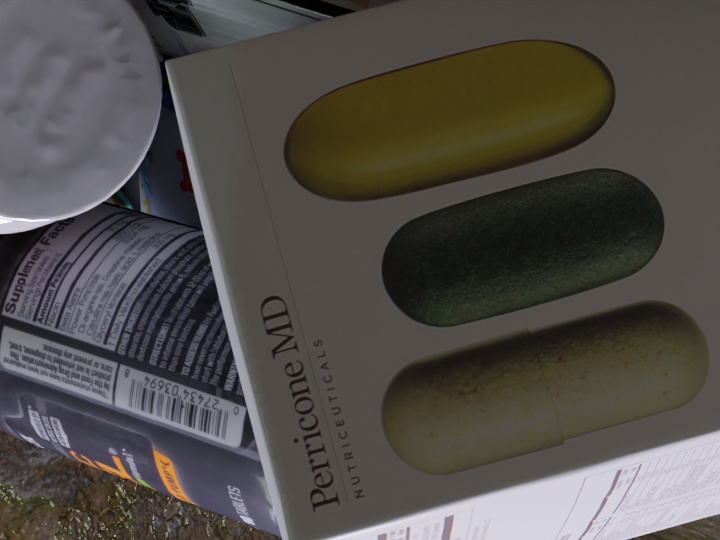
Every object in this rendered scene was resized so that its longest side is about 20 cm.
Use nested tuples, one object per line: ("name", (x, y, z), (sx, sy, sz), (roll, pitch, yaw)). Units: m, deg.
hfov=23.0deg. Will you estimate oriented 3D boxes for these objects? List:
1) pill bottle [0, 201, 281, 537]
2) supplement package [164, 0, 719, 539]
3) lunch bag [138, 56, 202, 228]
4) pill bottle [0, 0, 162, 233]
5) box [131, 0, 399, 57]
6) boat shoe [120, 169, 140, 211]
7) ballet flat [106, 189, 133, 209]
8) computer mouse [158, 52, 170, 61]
("pill bottle", (-0.086, 0.031, 0.720), (0.199, 0.107, 0.106), (16, 169, 28))
("supplement package", (0.057, 0.005, 0.563), (0.198, 0.153, 0.151), (-15, 162, -5))
("lunch bag", (0.000, 0.000, 0.789), (0.200, 0.127, 0.171), (34, 140, 35))
("pill bottle", (-0.148, -0.072, 0.683), (0.109, 0.110, 0.200), (26, 175, -25))
("box", (-0.016, -0.109, 0.685), (0.199, 0.061, 0.117), (20, 170, 14))
("boat shoe", (-0.090, -0.014, 0.941), (0.200, 0.060, 0.075), (48, 168, -25))
("ballet flat", (-0.174, -0.020, 0.948), (0.071, 0.072, 0.200), (27, 175, -28))
("computer mouse", (-0.104, -0.108, 0.932), (0.140, 0.046, 0.200), (39, 168, 33))
